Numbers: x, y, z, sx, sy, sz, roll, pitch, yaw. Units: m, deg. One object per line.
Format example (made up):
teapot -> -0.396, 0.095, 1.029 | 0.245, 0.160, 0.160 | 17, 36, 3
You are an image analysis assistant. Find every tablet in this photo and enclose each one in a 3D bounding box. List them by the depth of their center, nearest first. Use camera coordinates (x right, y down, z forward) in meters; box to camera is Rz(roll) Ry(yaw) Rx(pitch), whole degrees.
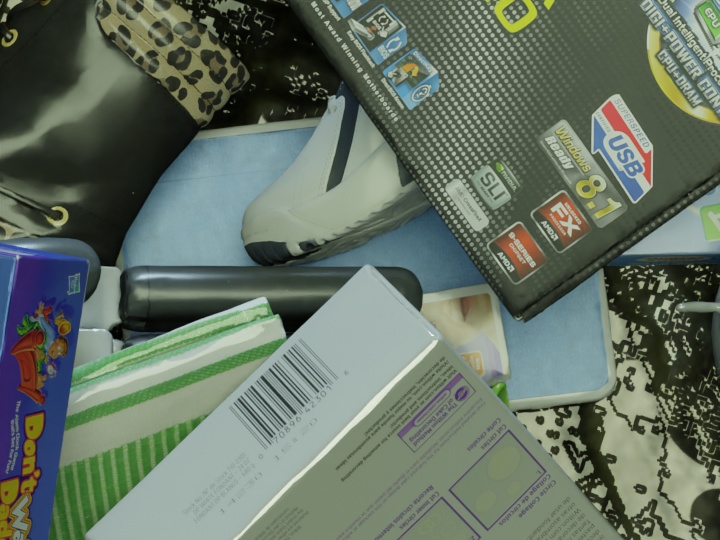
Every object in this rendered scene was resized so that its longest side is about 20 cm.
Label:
tablet -> 0.000, 0.000, 1.121 | 0.200, 0.014, 0.130 | -7, 83, -2

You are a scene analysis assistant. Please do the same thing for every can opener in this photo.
can opener -> -0.072, 0.019, 1.020 | 0.200, 0.067, 0.053 | 0, 73, -10

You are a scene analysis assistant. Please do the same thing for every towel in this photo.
towel -> -0.074, 0.110, 1.034 | 0.152, 0.200, 0.023 | -20, 39, -4

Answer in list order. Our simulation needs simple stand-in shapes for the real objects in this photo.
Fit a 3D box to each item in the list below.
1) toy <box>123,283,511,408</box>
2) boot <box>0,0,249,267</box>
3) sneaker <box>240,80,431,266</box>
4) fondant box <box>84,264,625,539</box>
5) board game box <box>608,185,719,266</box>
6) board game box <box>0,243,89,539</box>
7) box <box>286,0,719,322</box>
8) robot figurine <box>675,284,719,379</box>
toy -> -0.034, 0.077, 1.082 | 0.200, 0.047, 0.115 | -9, 91, -3
boot -> -0.158, -0.076, 1.091 | 0.200, 0.073, 0.151 | 38, 82, 9
sneaker -> 0.014, -0.099, 1.077 | 0.199, 0.079, 0.130 | -36, 81, 18
fondant box -> 0.012, 0.112, 1.016 | 0.144, 0.200, 0.058 | -44, 42, -2
board game box -> 0.175, -0.103, 1.130 | 0.151, 0.037, 0.200 | -1, 83, -3
board game box -> -0.199, 0.046, 0.964 | 0.200, 0.045, 0.135 | 10, 93, 27
box -> 0.066, -0.107, 1.007 | 0.160, 0.044, 0.200 | -35, 90, 8
robot figurine -> 0.219, 0.038, 1.061 | 0.200, 0.113, 0.170 | 34, 79, -15
